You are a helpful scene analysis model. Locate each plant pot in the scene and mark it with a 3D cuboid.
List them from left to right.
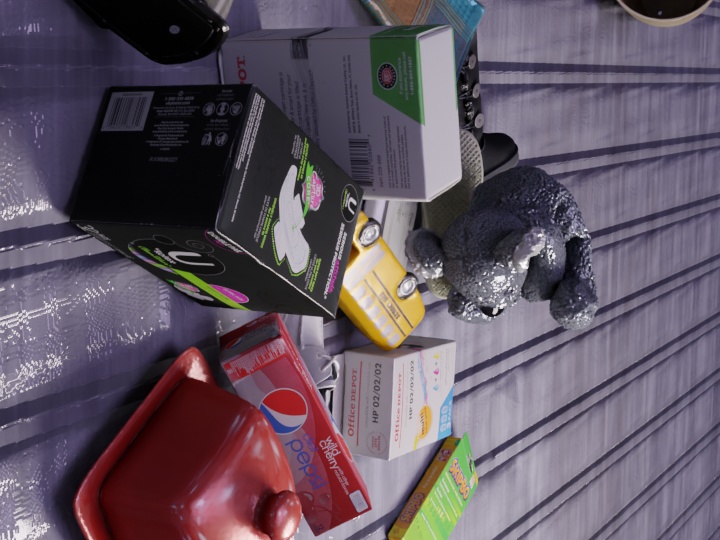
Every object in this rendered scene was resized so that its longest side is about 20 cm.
[{"bbox_3d":[0.494,-0.466,2.077,0.200,0.186,0.189,19,78,-75],"label":"plant pot"}]

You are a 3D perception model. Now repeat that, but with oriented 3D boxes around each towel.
[{"bbox_3d":[0.062,-0.303,1.413,0.200,0.022,0.147,47,53,-35],"label":"towel"}]

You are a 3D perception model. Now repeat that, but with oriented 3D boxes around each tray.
[{"bbox_3d":[0.038,-0.065,1.463,0.107,0.022,0.201,28,70,-60],"label":"tray"}]

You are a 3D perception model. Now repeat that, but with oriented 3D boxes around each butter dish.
[{"bbox_3d":[-0.118,0.199,1.101,0.200,0.147,0.201,-56,140,-41],"label":"butter dish"}]

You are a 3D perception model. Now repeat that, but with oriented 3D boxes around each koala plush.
[{"bbox_3d":[0.147,-0.022,1.395,0.200,0.176,0.185,-7,97,-59],"label":"koala plush"}]

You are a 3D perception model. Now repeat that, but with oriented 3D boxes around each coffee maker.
[{"bbox_3d":[-0.145,-0.292,0.979,0.192,0.134,0.201,54,48,-49],"label":"coffee maker"}]

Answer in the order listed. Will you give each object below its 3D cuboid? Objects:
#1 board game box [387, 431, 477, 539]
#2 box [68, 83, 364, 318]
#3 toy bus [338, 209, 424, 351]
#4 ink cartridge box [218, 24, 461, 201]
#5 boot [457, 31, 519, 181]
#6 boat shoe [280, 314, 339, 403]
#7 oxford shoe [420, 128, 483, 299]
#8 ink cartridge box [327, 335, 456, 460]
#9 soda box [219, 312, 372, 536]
[{"bbox_3d":[0.095,0.299,1.625,0.200,0.030,0.096,-49,136,-42],"label":"board game box"},{"bbox_3d":[-0.111,-0.054,1.066,0.200,0.148,0.125,40,59,-55],"label":"box"},{"bbox_3d":[0.000,0.000,1.344,0.078,0.065,0.200,-46,141,-7],"label":"toy bus"},{"bbox_3d":[-0.018,-0.145,1.168,0.084,0.199,0.147,-35,125,-57],"label":"ink cartridge box"},{"bbox_3d":[0.133,-0.208,1.574,0.165,0.065,0.201,-45,128,-51],"label":"boot"},{"bbox_3d":[-0.054,0.107,1.279,0.072,0.068,0.201,21,77,-60],"label":"boat shoe"},{"bbox_3d":[0.101,-0.068,1.528,0.058,0.075,0.201,-134,-134,-75],"label":"oxford shoe"},{"bbox_3d":[0.034,0.143,1.444,0.200,0.068,0.116,-9,102,-60],"label":"ink cartridge box"},{"bbox_3d":[-0.060,0.142,1.201,0.070,0.063,0.201,-111,176,-71],"label":"soda box"}]
